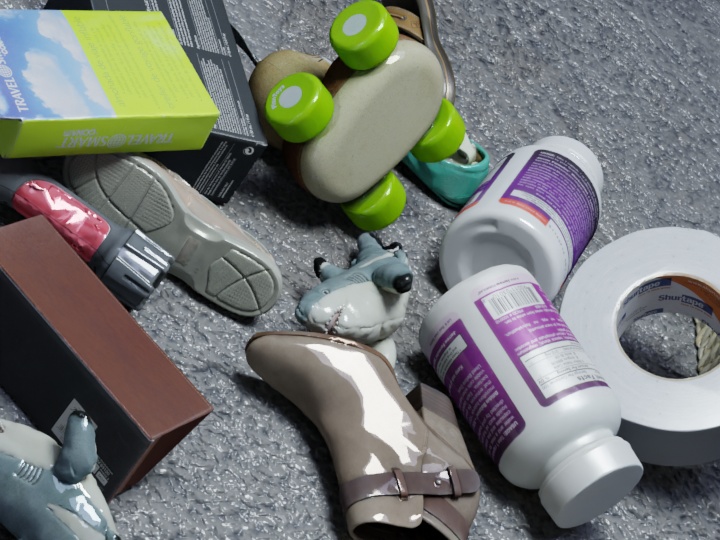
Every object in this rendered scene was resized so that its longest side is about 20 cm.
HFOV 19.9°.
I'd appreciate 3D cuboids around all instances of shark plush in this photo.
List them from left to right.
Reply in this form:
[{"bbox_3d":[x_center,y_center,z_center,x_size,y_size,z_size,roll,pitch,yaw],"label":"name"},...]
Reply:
[{"bbox_3d":[-0.201,0.188,1.333,0.083,0.091,0.201,-13,78,-25],"label":"shark plush"},{"bbox_3d":[0.000,0.000,1.654,0.083,0.091,0.201,11,34,1],"label":"shark plush"}]

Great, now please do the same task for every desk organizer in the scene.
[{"bbox_3d":[-0.202,0.058,1.442,0.200,0.072,0.077,47,33,14],"label":"desk organizer"}]

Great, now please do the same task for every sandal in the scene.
[{"bbox_3d":[0.043,-0.216,1.987,0.054,0.082,0.201,-4,55,-15],"label":"sandal"}]

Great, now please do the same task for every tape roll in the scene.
[{"bbox_3d":[0.267,0.063,1.759,0.198,0.066,0.202,-2,59,4],"label":"tape roll"}]

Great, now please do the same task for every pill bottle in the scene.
[{"bbox_3d":[0.152,-0.044,1.835,0.111,0.112,0.200,38,35,1],"label":"pill bottle"},{"bbox_3d":[0.140,0.103,1.655,0.112,0.112,0.201,-4,52,-44],"label":"pill bottle"}]

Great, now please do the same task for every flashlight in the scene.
[{"bbox_3d":[-0.234,-0.045,1.538,0.199,0.068,0.068,36,61,-3],"label":"flashlight"}]

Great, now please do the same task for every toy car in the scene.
[{"bbox_3d":[-0.037,-0.158,1.780,0.200,0.158,0.164,35,-10,43],"label":"toy car"}]

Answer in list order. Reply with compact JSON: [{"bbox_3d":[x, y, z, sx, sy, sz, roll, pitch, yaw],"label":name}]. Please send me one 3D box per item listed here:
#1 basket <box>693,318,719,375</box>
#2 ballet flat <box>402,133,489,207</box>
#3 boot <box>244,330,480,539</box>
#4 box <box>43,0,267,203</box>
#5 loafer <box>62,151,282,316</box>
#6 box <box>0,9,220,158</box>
[{"bbox_3d":[0.421,0.039,1.908,0.160,0.201,0.199,22,37,-11],"label":"basket"},{"bbox_3d":[0.038,-0.141,1.881,0.199,0.071,0.067,36,35,-1],"label":"ballet flat"},{"bbox_3d":[0.002,0.135,1.540,0.199,0.070,0.147,18,45,-16],"label":"boot"},{"bbox_3d":[-0.174,-0.164,1.715,0.140,0.079,0.201,14,42,-33],"label":"box"},{"bbox_3d":[-0.147,-0.037,1.615,0.199,0.072,0.063,37,17,-12],"label":"loafer"},{"bbox_3d":[-0.218,-0.144,1.557,0.199,0.048,0.122,-5,51,-38],"label":"box"}]
